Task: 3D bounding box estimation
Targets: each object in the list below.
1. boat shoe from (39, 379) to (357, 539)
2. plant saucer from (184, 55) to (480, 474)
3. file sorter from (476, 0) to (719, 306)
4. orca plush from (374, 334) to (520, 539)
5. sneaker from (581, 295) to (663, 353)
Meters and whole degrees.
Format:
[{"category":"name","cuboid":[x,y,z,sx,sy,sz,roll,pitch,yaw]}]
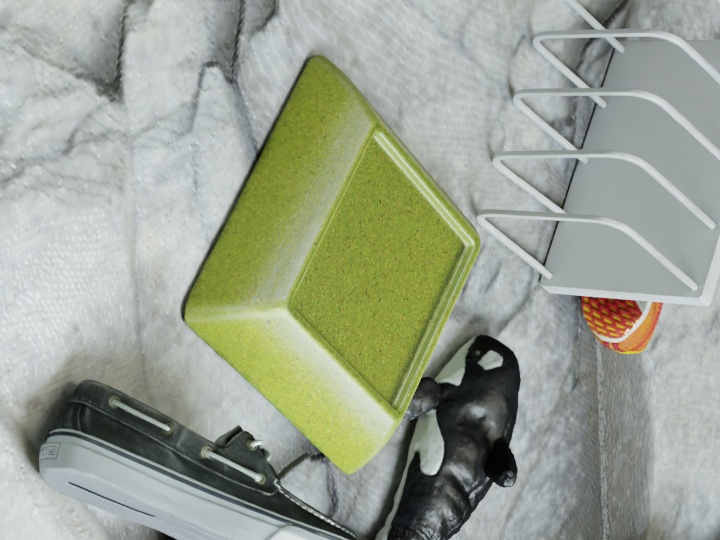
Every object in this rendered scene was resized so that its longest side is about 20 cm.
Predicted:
[{"category":"boat shoe","cuboid":[-0.078,0.118,1.202,0.200,0.072,0.071,26,67,-15]},{"category":"plant saucer","cuboid":[0.000,0.000,1.353,0.200,0.048,0.200,47,59,-42]},{"category":"file sorter","cuboid":[0.182,-0.095,1.489,0.124,0.139,0.200,34,69,-43]},{"category":"orca plush","cuboid":[0.066,0.130,1.426,0.200,0.071,0.105,-48,128,-35]},{"category":"sneaker","cuboid":[0.207,-0.036,1.592,0.077,0.073,0.200,45,63,-68]}]
